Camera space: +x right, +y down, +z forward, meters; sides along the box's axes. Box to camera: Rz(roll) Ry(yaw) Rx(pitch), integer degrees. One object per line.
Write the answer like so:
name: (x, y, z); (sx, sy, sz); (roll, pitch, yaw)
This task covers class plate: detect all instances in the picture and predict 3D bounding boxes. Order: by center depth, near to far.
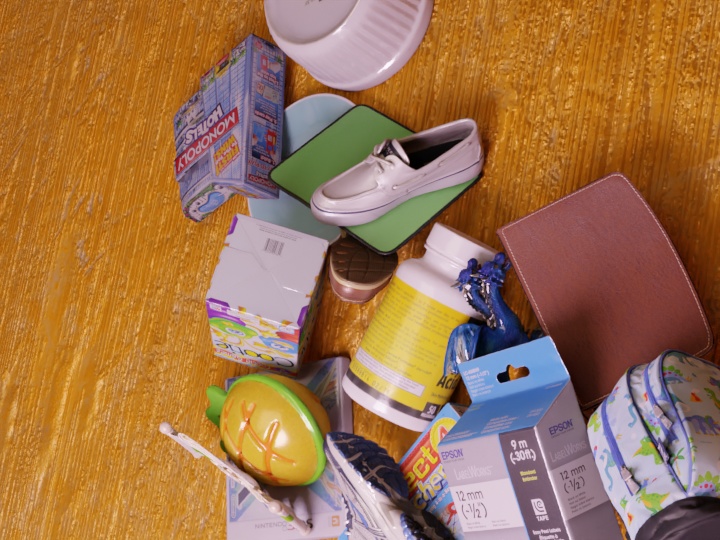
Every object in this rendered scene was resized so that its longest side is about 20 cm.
plate: (-0.056, -0.114, 1.440); (0.200, 0.026, 0.201); (-11, 72, 35)

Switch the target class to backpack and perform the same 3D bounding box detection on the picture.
backpack: (0.267, 0.161, 0.965); (0.200, 0.163, 0.154); (-122, 52, -65)

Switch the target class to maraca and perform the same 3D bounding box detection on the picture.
maraca: (-0.107, 0.178, 1.327); (0.200, 0.107, 0.138); (-9, 105, 50)

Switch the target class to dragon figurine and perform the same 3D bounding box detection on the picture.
dragon figurine: (0.119, 0.085, 1.166); (0.059, 0.099, 0.201); (3, 73, 64)

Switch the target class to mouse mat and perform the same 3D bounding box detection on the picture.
mouse mat: (0.014, -0.105, 1.323); (0.161, 0.008, 0.200); (-40, 55, -23)

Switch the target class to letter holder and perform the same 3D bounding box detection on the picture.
letter holder: (0.239, 0.028, 1.126); (0.142, 0.101, 0.201); (-28, 62, 11)

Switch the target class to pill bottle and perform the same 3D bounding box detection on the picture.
pill bottle: (0.070, 0.056, 1.243); (0.111, 0.111, 0.201); (31, 99, 38)

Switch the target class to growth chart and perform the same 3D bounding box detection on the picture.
growth chart: (-0.137, 0.230, 1.320); (0.200, 0.145, 0.018); (29, 76, 30)

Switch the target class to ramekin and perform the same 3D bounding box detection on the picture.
ramekin: (-0.022, -0.323, 1.415); (0.200, 0.105, 0.201); (-11, 73, 36)

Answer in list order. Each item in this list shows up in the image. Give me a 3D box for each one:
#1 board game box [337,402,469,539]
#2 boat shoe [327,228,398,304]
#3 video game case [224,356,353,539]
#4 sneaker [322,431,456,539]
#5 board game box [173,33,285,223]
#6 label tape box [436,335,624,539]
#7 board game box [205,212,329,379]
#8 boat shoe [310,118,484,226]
board game box: (0.100, 0.273, 1.200); (0.200, 0.056, 0.196); (-53, 54, 15)
boat shoe: (0.000, 0.000, 1.289); (0.072, 0.200, 0.068); (14, 109, -2)
video game case: (-0.085, 0.211, 1.381); (0.182, 0.022, 0.201); (-14, 70, 35)
sneaker: (0.010, 0.246, 1.195); (0.085, 0.077, 0.200); (-54, 53, 20)
board game box: (-0.167, -0.155, 1.486); (0.200, 0.062, 0.201); (-34, 52, 34)
label tape box: (0.139, 0.172, 1.056); (0.143, 0.066, 0.201); (-24, 84, 54)
board game box: (-0.101, 0.034, 1.301); (0.104, 0.200, 0.103); (17, 70, 2)
boat shoe: (0.038, -0.109, 1.273); (0.199, 0.066, 0.072); (-17, 49, -5)
